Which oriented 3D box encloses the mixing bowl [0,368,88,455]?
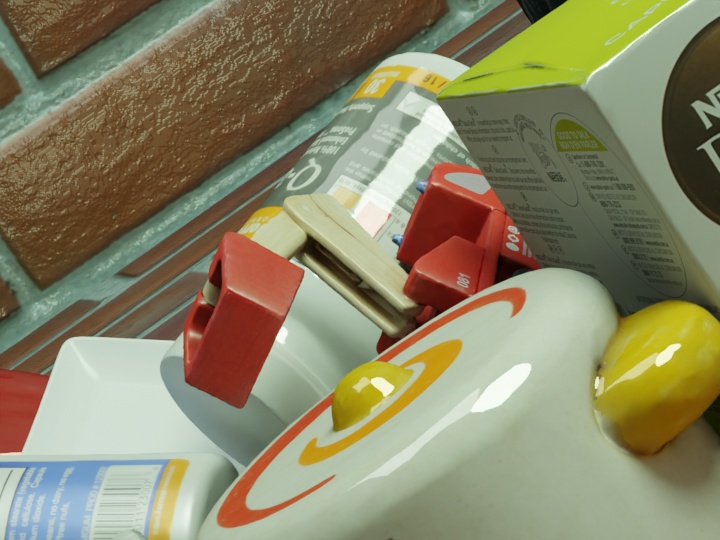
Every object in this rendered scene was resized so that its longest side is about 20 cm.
[{"bbox_3d":[-0.157,0.136,1.222,0.108,0.201,0.200,-12,12,5],"label":"mixing bowl"}]

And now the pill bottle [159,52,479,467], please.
[{"bbox_3d":[0.000,0.000,1.106,0.200,0.116,0.116,-51,16,-24],"label":"pill bottle"}]

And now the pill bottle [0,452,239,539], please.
[{"bbox_3d":[-0.157,0.141,1.065,0.199,0.112,0.112,-2,17,12],"label":"pill bottle"}]

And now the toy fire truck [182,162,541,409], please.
[{"bbox_3d":[0.009,0.004,0.968,0.200,0.141,0.049,-75,9,-61],"label":"toy fire truck"}]

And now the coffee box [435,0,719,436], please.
[{"bbox_3d":[0.180,-0.045,0.880,0.199,0.198,0.200,-35,9,-9],"label":"coffee box"}]

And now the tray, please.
[{"bbox_3d":[-0.064,0.080,1.143,0.199,0.022,0.108,2,44,11],"label":"tray"}]

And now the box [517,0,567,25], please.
[{"bbox_3d":[0.178,-0.095,1.155,0.117,0.197,0.200,-34,9,5],"label":"box"}]

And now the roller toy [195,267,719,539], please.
[{"bbox_3d":[0.039,0.091,0.818,0.182,0.140,0.200,-40,9,-22],"label":"roller toy"}]

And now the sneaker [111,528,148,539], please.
[{"bbox_3d":[-0.086,0.144,0.775,0.082,0.075,0.200,-49,5,-23],"label":"sneaker"}]
